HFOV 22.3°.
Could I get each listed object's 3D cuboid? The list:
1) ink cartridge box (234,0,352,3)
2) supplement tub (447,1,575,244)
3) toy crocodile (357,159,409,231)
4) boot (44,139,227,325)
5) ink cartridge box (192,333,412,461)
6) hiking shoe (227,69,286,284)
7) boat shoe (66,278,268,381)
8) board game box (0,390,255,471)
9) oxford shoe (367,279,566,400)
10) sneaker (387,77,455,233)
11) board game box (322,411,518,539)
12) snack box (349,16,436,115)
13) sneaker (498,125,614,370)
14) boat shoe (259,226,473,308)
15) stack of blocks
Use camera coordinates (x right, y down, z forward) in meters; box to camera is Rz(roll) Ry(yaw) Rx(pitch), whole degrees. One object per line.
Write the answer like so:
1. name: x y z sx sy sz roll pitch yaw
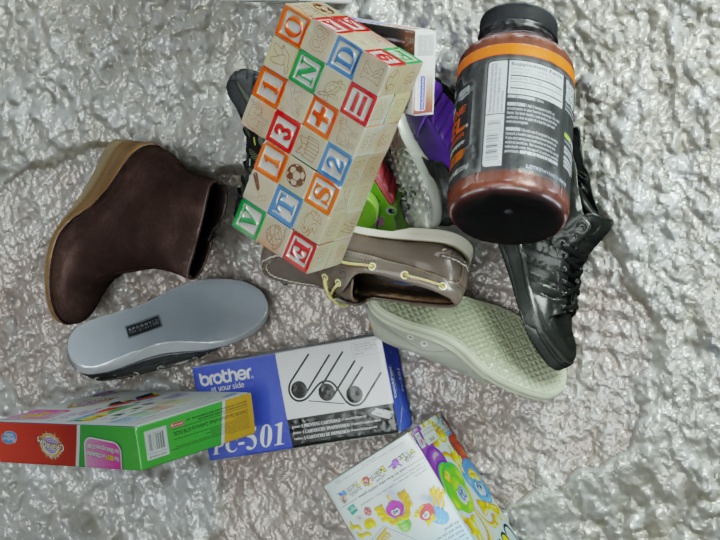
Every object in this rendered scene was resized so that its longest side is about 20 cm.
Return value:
1. ink cartridge box: -0.062 -0.340 1.640 0.083 0.144 0.202 7 99 18
2. supplement tub: 0.132 -0.131 1.586 0.106 0.107 0.201 -5 61 20
3. toy crocodile: -0.009 -0.102 1.661 0.061 0.068 0.201 -25 113 23
4. boot: -0.217 -0.020 1.746 0.166 0.072 0.201 27 98 42
5. ink cartridge box: -0.057 0.120 1.748 0.199 0.044 0.095 -11 91 21
6. hiking shoe: -0.087 -0.086 1.705 0.100 0.076 0.201 -26 93 21
7. boat shoe: -0.183 0.065 1.775 0.199 0.066 0.070 -19 66 -2
8. board game box: -0.222 0.148 1.723 0.199 0.152 0.041 -2 97 41
9. oxford shoe: 0.096 0.065 1.681 0.199 0.075 0.058 24 143 3
10. sneaker: 0.073 -0.132 1.664 0.099 0.070 0.201 -11 71 -15
11. board game box: 0.072 0.249 1.688 0.105 0.103 0.201 -33 85 20
12. snack box: 0.009 -0.185 1.629 0.200 0.024 0.073 22 115 60
13. sneaker: 0.182 -0.021 1.636 0.104 0.060 0.201 -23 79 22
14. boat shoe: 0.000 0.000 1.633 0.198 0.072 0.060 3 61 16
15. stack of blocks: -0.040 -0.114 1.566 0.115 0.058 0.201 32 114 23
